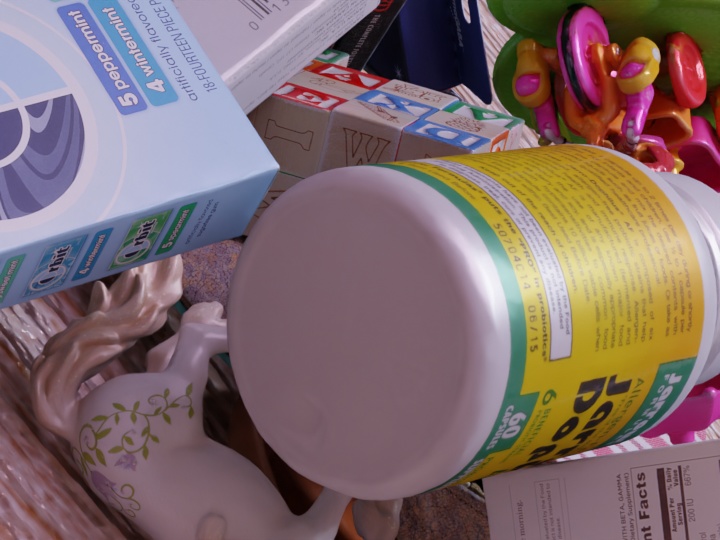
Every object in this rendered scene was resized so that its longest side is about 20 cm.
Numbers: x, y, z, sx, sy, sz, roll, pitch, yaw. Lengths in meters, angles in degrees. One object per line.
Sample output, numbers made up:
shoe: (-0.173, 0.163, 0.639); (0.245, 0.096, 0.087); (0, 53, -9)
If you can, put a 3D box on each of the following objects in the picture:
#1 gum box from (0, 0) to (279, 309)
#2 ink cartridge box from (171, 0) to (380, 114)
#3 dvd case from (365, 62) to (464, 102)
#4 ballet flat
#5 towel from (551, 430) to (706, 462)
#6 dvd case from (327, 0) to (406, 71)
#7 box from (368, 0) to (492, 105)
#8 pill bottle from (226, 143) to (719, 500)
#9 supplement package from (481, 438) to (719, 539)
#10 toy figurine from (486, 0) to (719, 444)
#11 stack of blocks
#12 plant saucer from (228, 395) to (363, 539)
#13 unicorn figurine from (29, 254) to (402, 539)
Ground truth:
gum box: (-0.153, -0.064, 0.970); (0.200, 0.045, 0.170); (-18, 65, -35)
ink cartridge box: (-0.118, -0.110, 1.080); (0.176, 0.200, 0.045); (42, -27, 15)
dvd case: (0.049, -0.074, 1.466); (0.146, 0.022, 0.200); (40, 2, -35)
ballet flat: (0.003, 0.040, 1.118); (0.200, 0.067, 0.068); (48, 19, -1)
towel: (0.127, 0.099, 1.429); (0.146, 0.030, 0.200); (40, 24, -24)
dvd case: (0.006, -0.172, 1.201); (0.022, 0.200, 0.146); (4, 66, -15)
box: (0.001, -0.160, 1.363); (0.200, 0.032, 0.121); (-135, -150, -55)
pill bottle: (0.056, 0.013, 1.028); (0.200, 0.113, 0.113); (-8, 58, -52)
supplement package: (0.135, 0.168, 1.072); (0.156, 0.111, 0.201); (10, 72, -60)
toy figurine: (0.125, -0.020, 1.268); (0.200, 0.150, 0.185); (39, 44, -54)
stack of blocks: (-0.041, -0.057, 1.158); (0.200, 0.059, 0.115); (17, 16, 13)
plant saucer: (0.020, 0.122, 1.148); (0.200, 0.032, 0.200); (41, 21, -19)
unicorn figurine: (-0.038, 0.086, 1.023); (0.200, 0.074, 0.137); (35, 51, 19)
